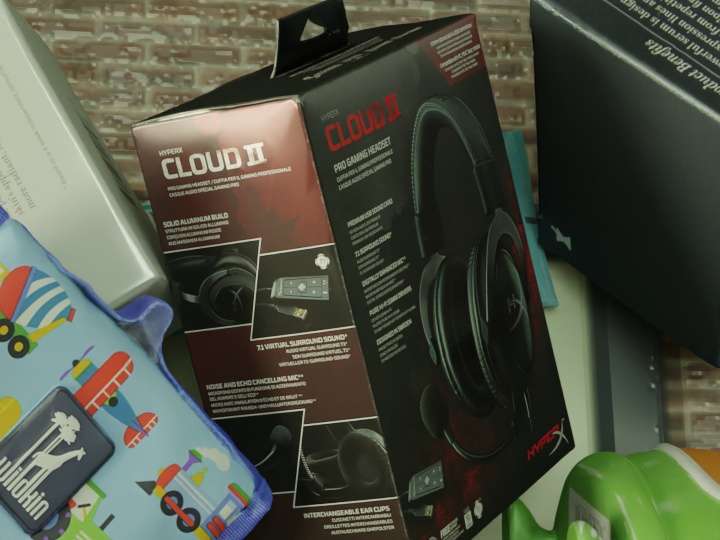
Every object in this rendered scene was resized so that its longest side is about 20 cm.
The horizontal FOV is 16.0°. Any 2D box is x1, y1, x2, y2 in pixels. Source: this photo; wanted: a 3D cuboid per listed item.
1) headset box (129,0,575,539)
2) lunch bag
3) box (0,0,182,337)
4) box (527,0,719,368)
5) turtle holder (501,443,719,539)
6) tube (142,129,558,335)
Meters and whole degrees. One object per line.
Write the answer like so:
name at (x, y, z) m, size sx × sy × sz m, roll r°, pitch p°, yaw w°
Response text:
headset box at (0.000, 0.000, 0.954) m, size 0.149 × 0.077 × 0.201 m, roll -30°, pitch 111°, yaw -58°
lunch bag at (-0.137, 0.083, 0.874) m, size 0.200 × 0.094 × 0.151 m, roll -45°, pitch 110°, yaw -5°
box at (-0.179, 0.009, 0.953) m, size 0.199 × 0.097 × 0.125 m, roll -30°, pitch 79°, yaw 0°
box at (0.173, -0.089, 1.034) m, size 0.200 × 0.149 × 0.107 m, roll -39°, pitch 58°, yaw -23°
turtle holder at (0.134, 0.159, 0.971) m, size 0.131 × 0.141 × 0.187 m, roll -4°, pitch 72°, yaw -13°
tube at (-0.016, -0.010, 1.050) m, size 0.199 × 0.050 × 0.078 m, roll -8°, pitch 83°, yaw -19°
